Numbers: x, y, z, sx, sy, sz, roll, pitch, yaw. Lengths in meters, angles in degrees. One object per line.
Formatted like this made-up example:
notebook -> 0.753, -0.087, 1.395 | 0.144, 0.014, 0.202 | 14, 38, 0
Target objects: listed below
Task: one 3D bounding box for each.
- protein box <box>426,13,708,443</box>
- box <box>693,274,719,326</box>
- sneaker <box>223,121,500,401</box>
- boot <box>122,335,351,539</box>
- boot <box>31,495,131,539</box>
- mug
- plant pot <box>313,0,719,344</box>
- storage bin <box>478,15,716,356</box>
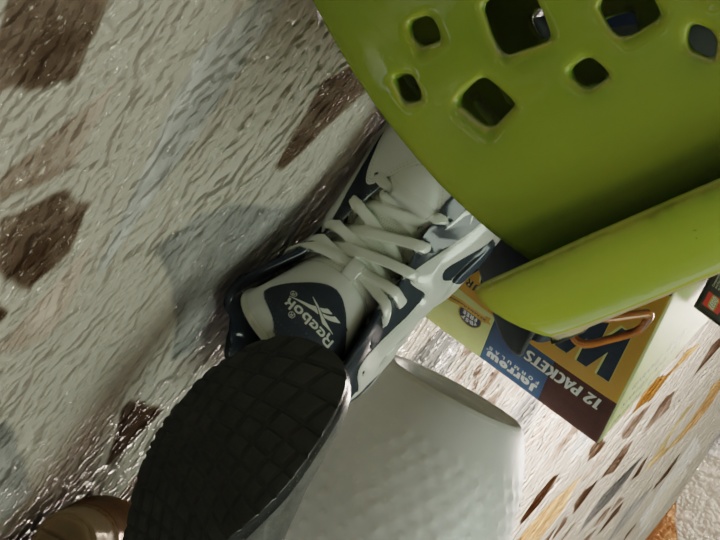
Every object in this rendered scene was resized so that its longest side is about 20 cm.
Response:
protein box -> 0.165, -0.048, 1.492 | 0.199, 0.135, 0.200 | -44, 163, -36
box -> 0.259, -0.061, 1.412 | 0.110, 0.035, 0.200 | -41, 161, -41
sneaker -> 0.000, 0.000, 1.183 | 0.199, 0.079, 0.130 | -49, 178, 26
boot -> -0.057, 0.128, 1.156 | 0.200, 0.070, 0.132 | -54, 152, -2
boot -> -0.152, 0.198, 1.191 | 0.200, 0.072, 0.166 | -56, 164, -2
mug -> 0.008, 0.140, 1.476 | 0.176, 0.147, 0.200 | -61, -164, 5
plant pot -> 0.119, -0.087, 1.000 | 0.200, 0.182, 0.199 | -23, 178, 21
storage bin -> 0.139, -0.044, 1.260 | 0.134, 0.146, 0.200 | -13, 162, -11
